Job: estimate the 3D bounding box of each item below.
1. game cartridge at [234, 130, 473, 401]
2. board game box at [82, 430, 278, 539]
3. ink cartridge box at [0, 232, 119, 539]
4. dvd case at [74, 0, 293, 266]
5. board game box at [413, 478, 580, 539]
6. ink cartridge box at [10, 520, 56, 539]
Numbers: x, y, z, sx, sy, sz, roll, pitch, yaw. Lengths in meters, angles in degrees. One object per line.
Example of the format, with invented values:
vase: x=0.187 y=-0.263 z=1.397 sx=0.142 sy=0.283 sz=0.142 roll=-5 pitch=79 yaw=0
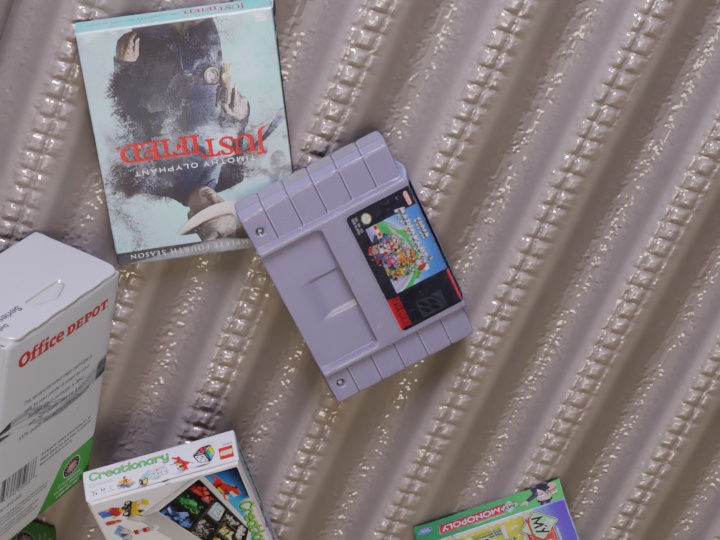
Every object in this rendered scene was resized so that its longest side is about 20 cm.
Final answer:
game cartridge: x=0.000 y=0.000 z=1.550 sx=0.129 sy=0.038 sz=0.201 roll=-25 pitch=126 yaw=3
board game box: x=-0.138 y=0.215 z=1.651 sx=0.126 sy=0.035 sz=0.201 roll=-15 pitch=139 yaw=0
ink cartridge box: x=-0.263 y=0.091 z=1.510 sx=0.083 sy=0.147 sz=0.201 roll=25 pitch=122 yaw=18
dvd case: x=-0.124 y=-0.100 z=1.488 sx=0.145 sy=0.022 sz=0.201 roll=-7 pitch=125 yaw=-3
board game box: x=0.139 y=0.283 z=1.771 sx=0.134 sy=0.029 sz=0.201 roll=-19 pitch=123 yaw=5
ink cartridge box: x=-0.348 y=0.245 z=1.605 sx=0.199 sy=0.146 sz=0.084 roll=25 pitch=118 yaw=-21
